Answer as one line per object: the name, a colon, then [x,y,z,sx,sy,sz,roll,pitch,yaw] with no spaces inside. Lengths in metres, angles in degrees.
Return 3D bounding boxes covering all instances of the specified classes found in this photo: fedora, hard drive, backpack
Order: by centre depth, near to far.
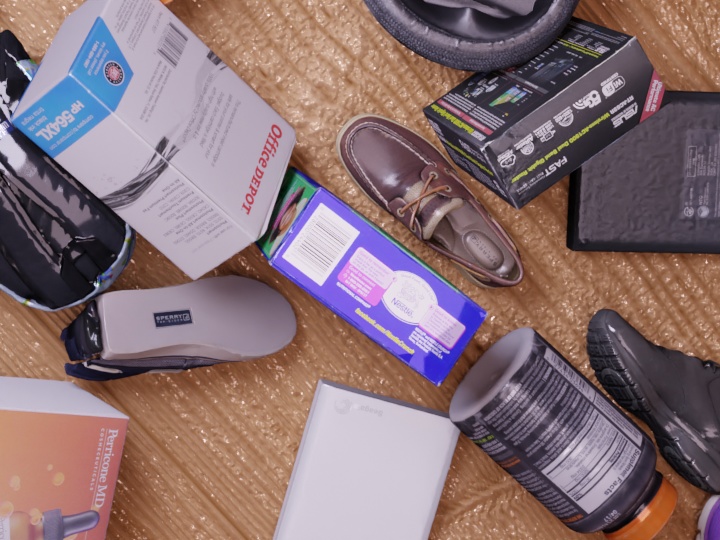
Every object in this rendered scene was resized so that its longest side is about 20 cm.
backpack: [-0.268,-0.061,1.476,0.200,0.154,0.163,44,86,8]
fedora: [0.086,-0.258,1.510,0.198,0.092,0.203,0,93,-1]
hard drive: [0.281,-0.086,1.595,0.198,0.033,0.141,1,98,-8]
hard drive: [-0.001,0.209,1.601,0.131,0.026,0.202,15,96,-10]

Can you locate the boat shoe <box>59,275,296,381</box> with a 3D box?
boat shoe: [-0.158,0.052,1.540,0.198,0.093,0.075,2,71,-34]

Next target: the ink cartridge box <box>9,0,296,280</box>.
ink cartridge box: [-0.158,-0.113,1.448,0.084,0.147,0.200,-31,117,34]

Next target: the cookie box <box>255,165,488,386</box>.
cookie box: [0.000,0.000,1.483,0.171,0.200,0.075,37,91,-12]

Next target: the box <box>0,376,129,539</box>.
box: [-0.307,0.168,1.472,0.199,0.106,0.154,7,98,-37]

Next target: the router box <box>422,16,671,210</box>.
router box: [0.146,-0.133,1.482,0.149,0.200,0.062,-34,108,-2]

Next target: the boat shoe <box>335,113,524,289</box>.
boat shoe: [0.063,-0.056,1.548,0.072,0.072,0.200,-45,101,0]

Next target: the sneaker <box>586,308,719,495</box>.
sneaker: [0.275,0.102,1.609,0.091,0.076,0.200,-44,107,-11]

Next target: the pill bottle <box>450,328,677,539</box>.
pill bottle: [0.180,0.152,1.570,0.200,0.106,0.106,43,91,-12]

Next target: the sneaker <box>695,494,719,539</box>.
sneaker: [0.352,0.291,1.634,0.080,0.083,0.202,-7,98,-7]

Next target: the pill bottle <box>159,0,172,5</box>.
pill bottle: [-0.188,-0.311,1.459,0.106,0.106,0.201,-36,101,-2]
